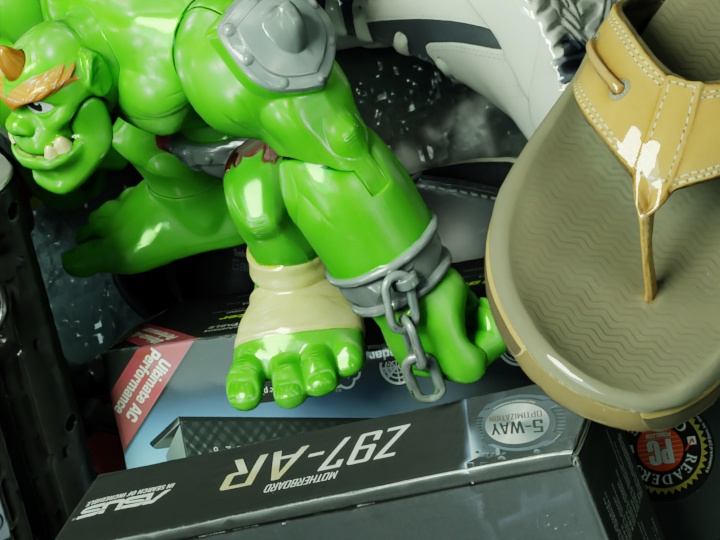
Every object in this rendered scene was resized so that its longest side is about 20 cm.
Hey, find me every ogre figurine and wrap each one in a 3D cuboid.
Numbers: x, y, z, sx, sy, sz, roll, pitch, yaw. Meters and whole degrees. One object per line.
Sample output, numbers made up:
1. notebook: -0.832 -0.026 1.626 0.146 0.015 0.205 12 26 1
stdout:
1. ogre figurine: -0.050 -0.042 0.684 0.200 0.098 0.120 50 163 52

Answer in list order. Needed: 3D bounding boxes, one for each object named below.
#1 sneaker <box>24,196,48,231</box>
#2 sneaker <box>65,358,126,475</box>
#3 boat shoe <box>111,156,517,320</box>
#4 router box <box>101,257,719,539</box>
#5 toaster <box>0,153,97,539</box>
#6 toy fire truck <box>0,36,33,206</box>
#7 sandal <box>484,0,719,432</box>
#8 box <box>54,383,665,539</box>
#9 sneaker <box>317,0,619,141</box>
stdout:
1. sneaker: -0.155 -0.108 0.884 0.084 0.074 0.201 8 101 15
2. sneaker: -0.075 0.094 0.859 0.200 0.071 0.098 22 106 33
3. boat shoe: 0.000 0.000 0.797 0.199 0.062 0.075 2 94 36
4. router box: 0.033 0.076 0.728 0.199 0.062 0.150 -9 101 21
5. toaster: -0.174 0.058 0.714 0.119 0.180 0.201 45 153 50
6. toy fire truck: -0.207 -0.043 0.833 0.176 0.129 0.200 34 126 8
7. sandal: 0.093 -0.049 0.651 0.080 0.200 0.054 23 154 17
8. box: 0.023 0.137 0.685 0.160 0.044 0.201 -12 113 22
9. sneaker: 0.011 -0.081 0.769 0.130 0.079 0.199 -45 68 34
